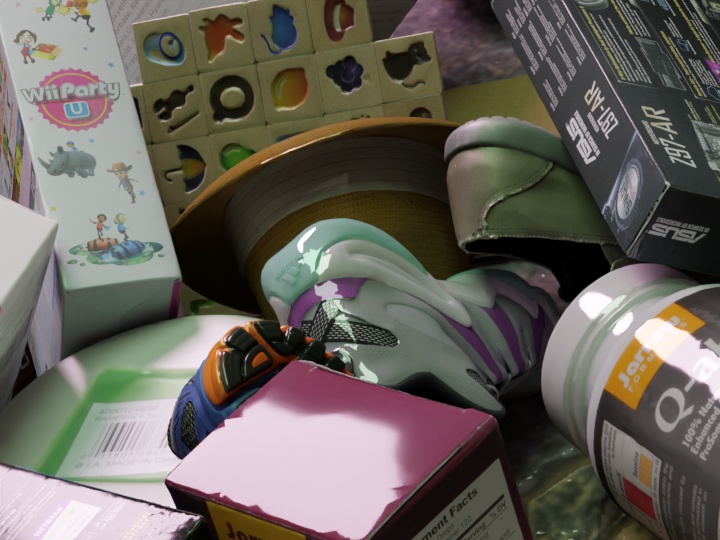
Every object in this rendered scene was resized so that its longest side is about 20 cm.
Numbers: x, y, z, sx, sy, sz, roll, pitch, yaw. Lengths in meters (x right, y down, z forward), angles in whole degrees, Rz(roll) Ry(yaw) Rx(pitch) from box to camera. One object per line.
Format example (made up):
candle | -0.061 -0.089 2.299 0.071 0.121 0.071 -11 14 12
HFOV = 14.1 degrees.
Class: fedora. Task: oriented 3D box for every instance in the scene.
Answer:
fedora | 0.000 0.000 1.449 0.200 0.201 0.082 -17 65 3

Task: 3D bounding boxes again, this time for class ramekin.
ramekin | -0.088 0.109 1.368 0.199 0.098 0.200 -14 32 9

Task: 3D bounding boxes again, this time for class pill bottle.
pill bottle | 0.169 0.075 1.264 0.116 0.117 0.200 -30 33 -17

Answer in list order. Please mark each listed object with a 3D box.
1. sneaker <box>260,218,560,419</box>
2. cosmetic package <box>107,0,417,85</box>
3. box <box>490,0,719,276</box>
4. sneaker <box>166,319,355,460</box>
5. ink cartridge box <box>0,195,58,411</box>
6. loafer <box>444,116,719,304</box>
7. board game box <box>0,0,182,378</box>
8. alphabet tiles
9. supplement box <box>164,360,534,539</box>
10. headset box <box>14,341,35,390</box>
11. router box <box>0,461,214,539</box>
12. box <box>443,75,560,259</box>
sneaker | 0.045 0.064 1.349 0.078 0.199 0.140 -43 52 28
cosmetic package | -0.082 -0.205 1.664 0.200 0.167 0.167 49 30 18
box | 0.167 -0.072 1.393 0.159 0.044 0.200 10 36 -29
sneaker | -0.002 0.102 1.261 0.078 0.200 0.075 -31 19 47
ink cartridge box | -0.226 0.071 1.396 0.084 0.201 0.146 23 41 5
loafer | 0.124 -0.006 1.395 0.075 0.199 0.070 141 147 -62
board game box | -0.148 -0.034 1.496 0.064 0.148 0.201 -9 58 -16
alphabet tiles | -0.047 -0.062 1.563 0.199 0.167 0.006 -9 5 17
supplement box | 0.014 0.146 1.155 0.110 0.201 0.086 15 45 42
headset box | -0.210 -0.015 1.649 0.148 0.078 0.200 9 42 38
router box | -0.095 0.173 1.174 0.149 0.201 0.051 11 45 39
box | 0.052 -0.054 1.618 0.199 0.021 0.164 -9 33 16
